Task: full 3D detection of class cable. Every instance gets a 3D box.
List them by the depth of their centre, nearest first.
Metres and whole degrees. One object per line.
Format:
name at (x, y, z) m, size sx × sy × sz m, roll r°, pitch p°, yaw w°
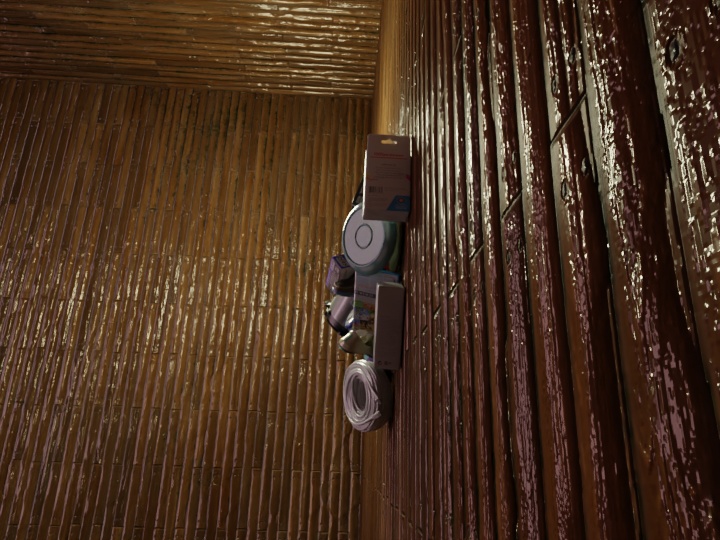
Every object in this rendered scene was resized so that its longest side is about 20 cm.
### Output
cable at (0.017, 0.362, 1.517) m, size 0.201 × 0.068 × 0.203 m, roll -57°, pitch 41°, yaw 42°

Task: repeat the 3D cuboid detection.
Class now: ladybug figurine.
ladybug figurine at (0.076, -0.092, 1.419) m, size 0.136 × 0.070 × 0.205 m, roll -94°, pitch 7°, yaw -74°

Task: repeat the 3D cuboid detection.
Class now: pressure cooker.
pressure cooker at (-0.022, 0.137, 1.776) m, size 0.176 × 0.176 × 0.203 m, roll 48°, pitch 114°, yaw 43°

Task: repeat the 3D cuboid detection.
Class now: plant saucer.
plant saucer at (0.015, -0.090, 1.386) m, size 0.197 × 0.027 × 0.206 m, roll -5°, pitch 83°, yaw 44°

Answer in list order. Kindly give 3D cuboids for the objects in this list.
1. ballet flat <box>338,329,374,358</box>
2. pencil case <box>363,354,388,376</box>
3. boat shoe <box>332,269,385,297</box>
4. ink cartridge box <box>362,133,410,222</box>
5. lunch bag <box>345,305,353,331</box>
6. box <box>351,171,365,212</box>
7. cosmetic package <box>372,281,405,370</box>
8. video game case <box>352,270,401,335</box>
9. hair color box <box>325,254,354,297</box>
ballet flat at (0.007, 0.190, 1.368) m, size 0.200 × 0.068 × 0.071 m, roll 29°, pitch -119°, yaw -67°
pencil case at (0.043, 0.293, 1.621) m, size 0.084 × 0.091 × 0.206 m, roll 1°, pitch -90°, yaw -53°
boat shoe at (0.009, 0.023, 1.494) m, size 0.072 × 0.196 × 0.074 m, roll 36°, pitch 131°, yaw 54°
ink cartridge box at (0.065, -0.228, 1.289) m, size 0.068 × 0.112 × 0.205 m, roll 99°, pitch 174°, yaw -72°
lunch bag at (0.030, 0.120, 1.569) m, size 0.160 × 0.076 × 0.200 m, roll -46°, pitch 6°, yaw 9°
box at (0.021, -0.215, 1.585) m, size 0.201 × 0.049 × 0.161 m, roll 93°, pitch -162°, yaw -69°
cosmetic package at (0.070, 0.136, 1.316) m, size 0.102 × 0.072 × 0.206 m, roll -95°, pitch 9°, yaw -84°
video game case at (0.042, 0.098, 1.417) m, size 0.018 × 0.140 × 0.205 m, roll -15°, pitch -68°, yaw -55°
hair color box at (0.000, 0.000, 1.565) m, size 0.065 × 0.197 × 0.111 m, roll 48°, pitch 137°, yaw 35°
